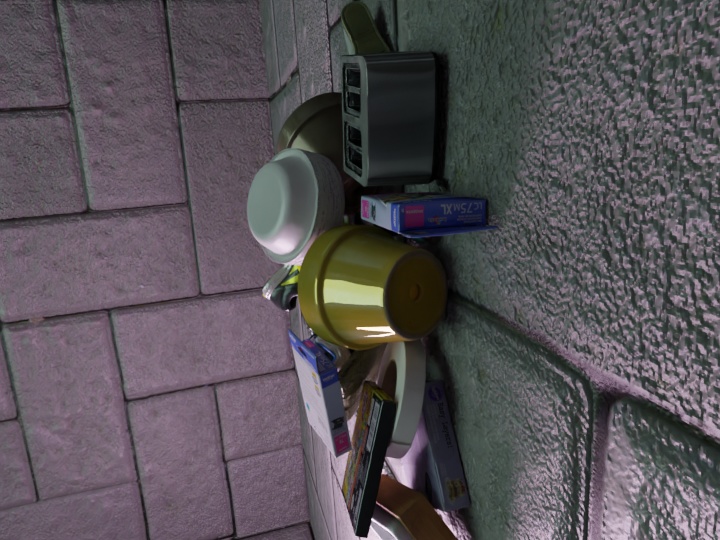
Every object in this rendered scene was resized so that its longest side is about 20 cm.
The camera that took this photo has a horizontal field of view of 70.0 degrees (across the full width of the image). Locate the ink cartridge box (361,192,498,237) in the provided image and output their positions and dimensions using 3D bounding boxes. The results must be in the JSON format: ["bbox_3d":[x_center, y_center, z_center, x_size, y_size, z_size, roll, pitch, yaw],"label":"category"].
[{"bbox_3d":[0.081,-0.078,0.676,0.200,0.117,0.043,-138,45,-69],"label":"ink cartridge box"}]

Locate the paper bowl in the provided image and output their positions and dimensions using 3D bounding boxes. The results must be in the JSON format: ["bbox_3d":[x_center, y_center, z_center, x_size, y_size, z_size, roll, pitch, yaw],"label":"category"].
[{"bbox_3d":[-0.126,-0.112,0.908,0.199,0.103,0.205,-2,87,47],"label":"paper bowl"}]

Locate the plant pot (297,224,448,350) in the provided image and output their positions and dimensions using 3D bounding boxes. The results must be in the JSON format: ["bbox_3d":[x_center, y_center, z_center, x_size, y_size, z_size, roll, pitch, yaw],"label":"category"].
[{"bbox_3d":[0.029,0.029,0.806,0.187,0.198,0.205,4,102,53],"label":"plant pot"}]

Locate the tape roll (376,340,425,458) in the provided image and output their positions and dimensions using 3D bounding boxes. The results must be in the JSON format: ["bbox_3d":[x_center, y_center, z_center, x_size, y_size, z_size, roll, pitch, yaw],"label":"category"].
[{"bbox_3d":[0.061,0.206,0.860,0.203,0.036,0.207,-168,90,-81],"label":"tape roll"}]

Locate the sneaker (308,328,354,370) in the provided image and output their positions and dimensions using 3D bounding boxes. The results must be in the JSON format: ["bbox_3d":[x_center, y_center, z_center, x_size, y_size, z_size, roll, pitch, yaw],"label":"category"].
[{"bbox_3d":[-0.076,0.117,1.020,0.081,0.145,0.201,-49,65,22],"label":"sneaker"}]

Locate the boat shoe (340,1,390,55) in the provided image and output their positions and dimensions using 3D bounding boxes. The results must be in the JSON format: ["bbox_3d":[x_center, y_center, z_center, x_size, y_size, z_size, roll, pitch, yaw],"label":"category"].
[{"bbox_3d":[0.017,-0.369,0.907,0.068,0.073,0.204,62,-165,-75],"label":"boat shoe"}]

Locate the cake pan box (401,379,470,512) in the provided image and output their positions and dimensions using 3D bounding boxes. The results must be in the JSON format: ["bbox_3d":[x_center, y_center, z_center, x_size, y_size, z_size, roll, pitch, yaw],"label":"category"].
[{"bbox_3d":[0.110,0.295,0.884,0.185,0.051,0.204,123,138,-65],"label":"cake pan box"}]

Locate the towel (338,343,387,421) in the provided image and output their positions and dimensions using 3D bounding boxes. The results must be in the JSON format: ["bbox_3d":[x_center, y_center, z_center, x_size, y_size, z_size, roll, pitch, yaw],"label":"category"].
[{"bbox_3d":[0.014,0.184,0.988,0.036,0.200,0.150,26,138,22],"label":"towel"}]

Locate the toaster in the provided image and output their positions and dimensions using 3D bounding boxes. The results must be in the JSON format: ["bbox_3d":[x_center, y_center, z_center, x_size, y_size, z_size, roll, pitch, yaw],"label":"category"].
[{"bbox_3d":[0.042,-0.224,0.764,0.200,0.116,0.184,-127,32,-62],"label":"toaster"}]

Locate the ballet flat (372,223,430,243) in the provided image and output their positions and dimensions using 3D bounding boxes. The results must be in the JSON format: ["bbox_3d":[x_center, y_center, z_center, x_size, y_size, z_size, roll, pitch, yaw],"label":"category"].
[{"bbox_3d":[0.067,-0.088,0.849,0.064,0.068,0.200,-66,20,0],"label":"ballet flat"}]

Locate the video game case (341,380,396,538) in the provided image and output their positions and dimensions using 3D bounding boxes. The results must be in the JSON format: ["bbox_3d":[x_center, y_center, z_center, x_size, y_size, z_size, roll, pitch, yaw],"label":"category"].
[{"bbox_3d":[0.010,0.298,0.853,0.181,0.025,0.204,163,119,-81],"label":"video game case"}]

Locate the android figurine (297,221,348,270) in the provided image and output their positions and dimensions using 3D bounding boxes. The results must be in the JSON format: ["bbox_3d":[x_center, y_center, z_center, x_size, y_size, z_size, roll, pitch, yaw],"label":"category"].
[{"bbox_3d":[-0.065,-0.040,1.037,0.040,0.182,0.203,-6,114,35],"label":"android figurine"}]

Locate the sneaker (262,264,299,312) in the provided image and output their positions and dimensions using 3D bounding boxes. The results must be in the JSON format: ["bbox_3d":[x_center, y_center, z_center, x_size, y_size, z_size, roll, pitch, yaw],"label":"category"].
[{"bbox_3d":[-0.124,0.006,1.109,0.085,0.200,0.074,45,-162,7],"label":"sneaker"}]

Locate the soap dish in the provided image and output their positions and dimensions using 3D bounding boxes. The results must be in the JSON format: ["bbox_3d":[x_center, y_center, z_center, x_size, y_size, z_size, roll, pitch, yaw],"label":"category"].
[{"bbox_3d":[0.081,0.427,0.852,0.158,0.081,0.200,52,159,-5],"label":"soap dish"}]

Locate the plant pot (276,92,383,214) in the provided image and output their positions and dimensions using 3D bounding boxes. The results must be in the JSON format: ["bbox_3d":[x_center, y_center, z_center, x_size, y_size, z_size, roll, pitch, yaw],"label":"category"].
[{"bbox_3d":[-0.042,-0.214,1.017,0.175,0.197,0.202,55,153,27],"label":"plant pot"}]

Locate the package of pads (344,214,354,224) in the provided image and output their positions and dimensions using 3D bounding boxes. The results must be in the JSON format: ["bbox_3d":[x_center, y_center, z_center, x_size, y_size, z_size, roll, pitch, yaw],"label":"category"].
[{"bbox_3d":[-0.086,-0.069,1.167,0.068,0.151,0.205,2,-92,-78],"label":"package of pads"}]

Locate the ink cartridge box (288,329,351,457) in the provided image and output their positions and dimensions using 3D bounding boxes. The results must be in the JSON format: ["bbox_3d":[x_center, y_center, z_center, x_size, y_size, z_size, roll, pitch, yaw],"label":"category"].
[{"bbox_3d":[-0.070,0.205,0.890,0.119,0.041,0.204,30,136,57],"label":"ink cartridge box"}]
